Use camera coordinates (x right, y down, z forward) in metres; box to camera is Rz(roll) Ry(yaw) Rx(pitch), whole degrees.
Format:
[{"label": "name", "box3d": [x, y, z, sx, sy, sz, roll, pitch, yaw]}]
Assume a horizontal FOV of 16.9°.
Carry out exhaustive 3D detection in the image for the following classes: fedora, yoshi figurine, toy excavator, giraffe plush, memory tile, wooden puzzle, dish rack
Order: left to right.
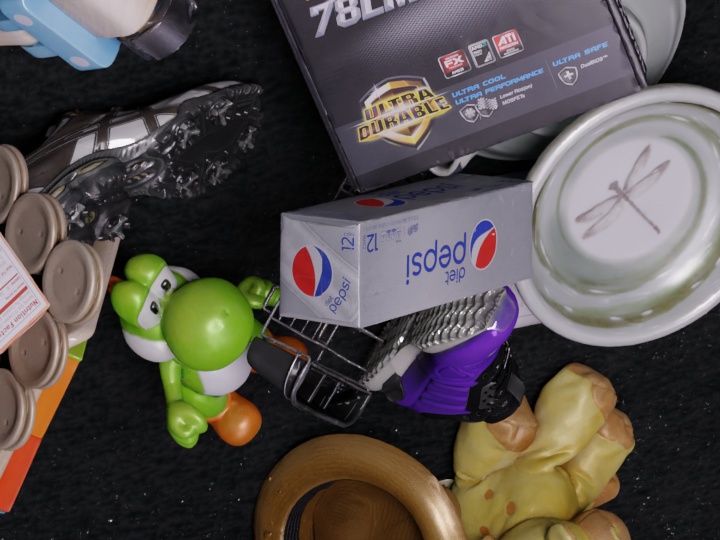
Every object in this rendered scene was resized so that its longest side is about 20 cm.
[{"label": "memory tile", "box3d": [-0.230, 0.001, 1.495, 0.017, 0.200, 0.153, 4, 125, -44]}, {"label": "toy excavator", "box3d": [-0.199, -0.161, 1.447, 0.100, 0.200, 0.195, 35, 63, -40]}, {"label": "wooden puzzle", "box3d": [-0.210, 0.071, 1.577, 0.037, 0.185, 0.200, 28, 117, -12]}, {"label": "yoshi figurine", "box3d": [-0.097, 0.054, 1.633, 0.112, 0.112, 0.200, -17, 152, 14]}, {"label": "dish rack", "box3d": [0.000, 0.000, 1.630, 0.200, 0.055, 0.153, -62, 163, -2]}, {"label": "fedora", "box3d": [0.014, 0.205, 1.826, 0.082, 0.201, 0.201, -24, 144, -52]}, {"label": "giraffe plush", "box3d": [0.140, 0.194, 1.855, 0.200, 0.162, 0.173, -28, 134, -2]}]

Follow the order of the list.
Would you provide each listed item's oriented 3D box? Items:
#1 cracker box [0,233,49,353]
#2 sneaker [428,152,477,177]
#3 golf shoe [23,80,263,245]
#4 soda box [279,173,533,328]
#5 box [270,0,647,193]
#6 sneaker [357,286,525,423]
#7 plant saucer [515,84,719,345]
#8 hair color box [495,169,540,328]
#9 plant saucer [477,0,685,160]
[{"label": "cracker box", "box3d": [-0.291, -0.031, 1.433, 0.134, 0.058, 0.200, -16, 113, 44]}, {"label": "sneaker", "box3d": [0.054, -0.152, 1.561, 0.073, 0.071, 0.200, -3, 124, 18]}, {"label": "golf shoe", "box3d": [-0.150, -0.082, 1.552, 0.200, 0.094, 0.078, -31, 141, -36]}, {"label": "soda box", "box3d": [0.032, -0.015, 1.532, 0.200, 0.063, 0.068, -16, 110, -53]}, {"label": "box", "box3d": [0.051, -0.172, 1.493, 0.200, 0.050, 0.199, -19, 110, 13]}, {"label": "sneaker", "box3d": [0.080, 0.061, 1.691, 0.099, 0.200, 0.070, 34, 66, -11]}, {"label": "plant saucer", "box3d": [0.188, -0.045, 1.668, 0.200, 0.050, 0.200, -10, 123, -16]}, {"label": "hair color box", "box3d": [0.161, -0.024, 1.753, 0.200, 0.061, 0.099, -11, 132, -16]}, {"label": "plant saucer", "box3d": [0.137, -0.147, 1.646, 0.200, 0.050, 0.200, -13, 131, -15]}]
